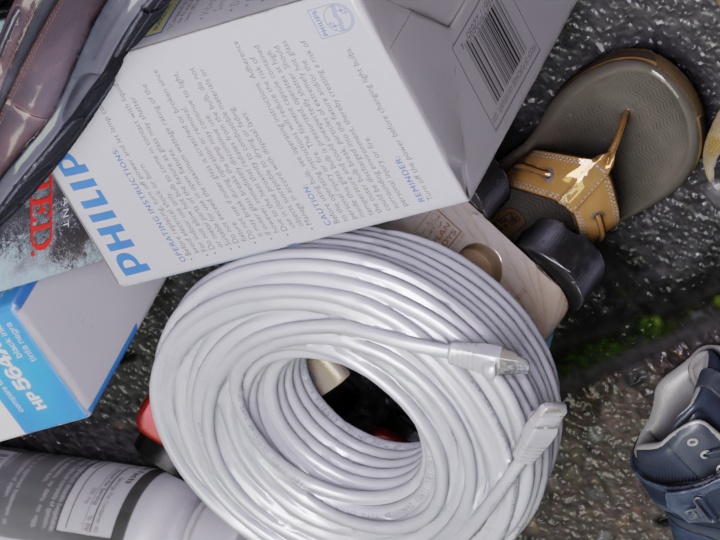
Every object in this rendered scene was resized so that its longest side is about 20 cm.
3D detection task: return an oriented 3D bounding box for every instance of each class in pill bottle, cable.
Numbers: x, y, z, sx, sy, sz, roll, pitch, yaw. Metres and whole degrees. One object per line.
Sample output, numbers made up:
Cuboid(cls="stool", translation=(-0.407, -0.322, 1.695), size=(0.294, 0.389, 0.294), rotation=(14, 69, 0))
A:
Cuboid(cls="pill bottle", translation=(-0.152, 0.169, 1.723), size=(0.200, 0.114, 0.114), rotation=(7, 128, 21))
Cuboid(cls="cable", translation=(-0.001, 0.066, 1.416), size=(0.200, 0.069, 0.200), rotation=(25, 134, 8))

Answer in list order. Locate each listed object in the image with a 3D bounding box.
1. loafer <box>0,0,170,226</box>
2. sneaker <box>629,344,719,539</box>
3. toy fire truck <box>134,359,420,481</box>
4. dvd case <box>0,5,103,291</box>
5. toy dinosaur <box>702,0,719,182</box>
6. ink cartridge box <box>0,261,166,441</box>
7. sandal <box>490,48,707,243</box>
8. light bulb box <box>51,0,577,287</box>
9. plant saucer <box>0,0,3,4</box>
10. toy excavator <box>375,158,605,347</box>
Cuboid(cls="loafer", translation=(-0.141, -0.094, 1.292), size=(0.063, 0.072, 0.200), rotation=(41, 129, 1))
Cuboid(cls="sneaker", translation=(0.239, 0.104, 1.541), size=(0.202, 0.077, 0.146), rotation=(-11, 124, 30))
Cuboid(cls="toy fire truck", translation=(-0.026, 0.093, 1.563), size=(0.176, 0.200, 0.129), rotation=(32, 94, -4))
Cuboid(cls="dvd case", translation=(-0.169, -0.064, 1.478), size=(0.022, 0.200, 0.146), rotation=(17, 112, 36))
Cuboid(cls="toy dinosaur", translation=(0.205, -0.115, 1.388), size=(0.101, 0.058, 0.200), rotation=(46, 123, -7))
Cuboid(cls="ink cartridge box", translation=(-0.222, 0.028, 1.624), size=(0.200, 0.146, 0.084), rotation=(-16, 122, 30))
Cuboid(cls="sandal", translation=(0.098, -0.041, 1.500), size=(0.200, 0.055, 0.082), rotation=(-31, 111, 37))
Cuboid(cls="light bulb box", translation=(-0.030, -0.111, 1.402), size=(0.200, 0.198, 0.125), rotation=(-13, 118, 31))
Cuboid(cls="plant saucer", translation=(-0.240, -0.219, 1.488), size=(0.200, 0.070, 0.019), rotation=(46, 166, -17))
Cuboid(cls="toy excavator", translation=(0.000, 0.000, 1.521), size=(0.194, 0.100, 0.200), rotation=(42, 153, -6))
